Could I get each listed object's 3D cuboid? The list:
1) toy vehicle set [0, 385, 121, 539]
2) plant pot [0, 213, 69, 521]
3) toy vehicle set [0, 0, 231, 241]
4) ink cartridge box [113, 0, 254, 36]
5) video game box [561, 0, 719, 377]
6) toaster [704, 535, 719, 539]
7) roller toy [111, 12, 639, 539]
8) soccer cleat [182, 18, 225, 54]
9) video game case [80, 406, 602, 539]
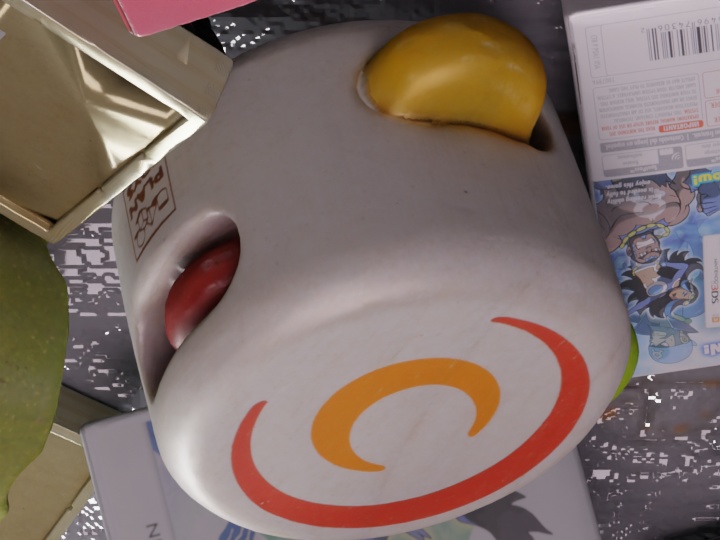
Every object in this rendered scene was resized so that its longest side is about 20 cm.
[{"bbox_3d":[-0.217,0.071,1.118,0.199,0.027,0.124,27,123,-20],"label":"toy vehicle set"},{"bbox_3d":[-0.217,0.024,0.976,0.183,0.201,0.201,14,128,-30],"label":"plant pot"},{"bbox_3d":[-0.158,-0.090,0.898,0.199,0.027,0.124,32,146,-20],"label":"toy vehicle set"},{"bbox_3d":[-0.074,-0.202,0.833,0.082,0.147,0.201,-17,127,10],"label":"ink cartridge box"},{"bbox_3d":[0.186,-0.050,1.021,0.199,0.047,0.183,-8,126,4],"label":"video game box"},{"bbox_3d":[0.203,0.218,1.144,0.118,0.181,0.201,-16,127,13],"label":"toaster"},{"bbox_3d":[0.000,0.000,0.983,0.181,0.140,0.200,-19,145,5],"label":"roller toy"},{"bbox_3d":[-0.146,-0.102,0.962,0.199,0.068,0.073,29,121,-26],"label":"soccer cleat"},{"bbox_3d":[0.002,0.127,1.074,0.199,0.022,0.183,-15,85,-5],"label":"video game case"}]
